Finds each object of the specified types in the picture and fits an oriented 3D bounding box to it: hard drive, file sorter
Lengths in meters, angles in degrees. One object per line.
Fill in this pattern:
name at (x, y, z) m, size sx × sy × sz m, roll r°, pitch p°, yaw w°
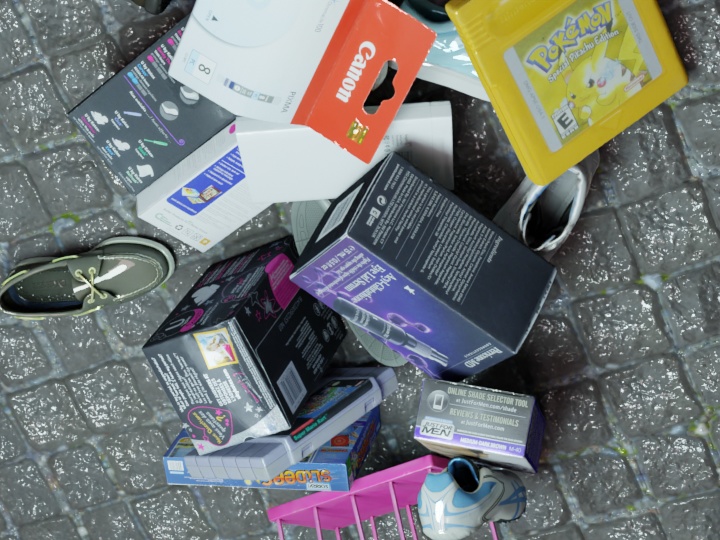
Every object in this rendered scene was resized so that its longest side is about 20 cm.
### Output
hard drive at (-0.012, -0.111, 1.567) m, size 0.199 × 0.027 × 0.132 m, roll -4°, pitch 152°, yaw 2°
file sorter at (0.031, 0.288, 1.722) m, size 0.199 × 0.139 × 0.126 m, roll -22°, pitch 69°, yaw 24°

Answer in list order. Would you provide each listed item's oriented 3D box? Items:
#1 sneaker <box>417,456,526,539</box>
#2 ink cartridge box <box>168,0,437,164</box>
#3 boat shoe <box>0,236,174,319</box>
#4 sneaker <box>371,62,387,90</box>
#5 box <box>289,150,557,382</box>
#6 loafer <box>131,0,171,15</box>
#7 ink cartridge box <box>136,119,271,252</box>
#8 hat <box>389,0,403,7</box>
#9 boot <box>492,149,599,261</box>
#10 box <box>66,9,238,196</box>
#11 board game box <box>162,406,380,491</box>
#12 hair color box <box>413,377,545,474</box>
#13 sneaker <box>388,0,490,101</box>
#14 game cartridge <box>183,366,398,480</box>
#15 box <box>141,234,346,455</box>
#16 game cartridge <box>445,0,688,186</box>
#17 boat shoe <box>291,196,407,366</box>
sneaker at (0.115, 0.215, 1.616) m, size 0.072 × 0.200 × 0.073 m, roll 3°, pitch 93°, yaw 24°
ink cartridge box at (-0.054, -0.190, 1.440) m, size 0.200 × 0.047 × 0.160 m, roll 31°, pitch 129°, yaw 2°
boat shoe at (-0.295, 0.013, 1.754) m, size 0.201 × 0.060 × 0.072 m, roll -9°, pitch 112°, yaw 20°
sneaker at (-0.046, -0.248, 1.551) m, size 0.078 × 0.077 × 0.201 m, roll -28°, pitch 87°, yaw -5°
box at (0.058, 0.003, 1.553) m, size 0.200 × 0.105 × 0.148 m, roll 35°, pitch 153°, yaw -10°
loafer at (-0.202, -0.340, 1.549) m, size 0.071 × 0.073 × 0.201 m, roll 17°, pitch 119°, yaw 6°
ink cartridge box at (-0.123, -0.095, 1.642) m, size 0.200 × 0.037 × 0.095 m, roll -32°, pitch 138°, yaw 28°
hat at (-0.039, -0.291, 1.471) m, size 0.200 × 0.081 × 0.202 m, roll 1°, pitch 85°, yaw -9°
boot at (0.162, -0.039, 1.577) m, size 0.073 × 0.096 × 0.201 m, roll 26°, pitch 119°, yaw 3°
box at (-0.163, -0.181, 1.587) m, size 0.200 × 0.122 × 0.106 m, roll -34°, pitch 100°, yaw 27°
board game box at (-0.091, 0.180, 1.734) m, size 0.199 × 0.135 × 0.035 m, roll 1°, pitch 114°, yaw 17°
hair color box at (0.121, 0.157, 1.628) m, size 0.109 × 0.200 × 0.065 m, roll 9°, pitch 79°, yaw 12°
sneaker at (0.114, -0.209, 1.522) m, size 0.199 × 0.074 × 0.082 m, roll 14°, pitch 121°, yaw 8°
game cartridge at (-0.067, 0.150, 1.656) m, size 0.129 × 0.200 × 0.039 m, roll -11°, pitch 106°, yaw 47°
box at (-0.113, 0.073, 1.651) m, size 0.114 × 0.200 × 0.133 m, roll -18°, pitch 109°, yaw 25°
game cartridge at (0.187, -0.199, 1.450) m, size 0.176 × 0.032 × 0.200 m, roll -36°, pitch 125°, yaw -6°
boat shoe at (0.001, 0.000, 1.669) m, size 0.074 × 0.065 × 0.202 m, roll -28°, pitch 100°, yaw 45°
